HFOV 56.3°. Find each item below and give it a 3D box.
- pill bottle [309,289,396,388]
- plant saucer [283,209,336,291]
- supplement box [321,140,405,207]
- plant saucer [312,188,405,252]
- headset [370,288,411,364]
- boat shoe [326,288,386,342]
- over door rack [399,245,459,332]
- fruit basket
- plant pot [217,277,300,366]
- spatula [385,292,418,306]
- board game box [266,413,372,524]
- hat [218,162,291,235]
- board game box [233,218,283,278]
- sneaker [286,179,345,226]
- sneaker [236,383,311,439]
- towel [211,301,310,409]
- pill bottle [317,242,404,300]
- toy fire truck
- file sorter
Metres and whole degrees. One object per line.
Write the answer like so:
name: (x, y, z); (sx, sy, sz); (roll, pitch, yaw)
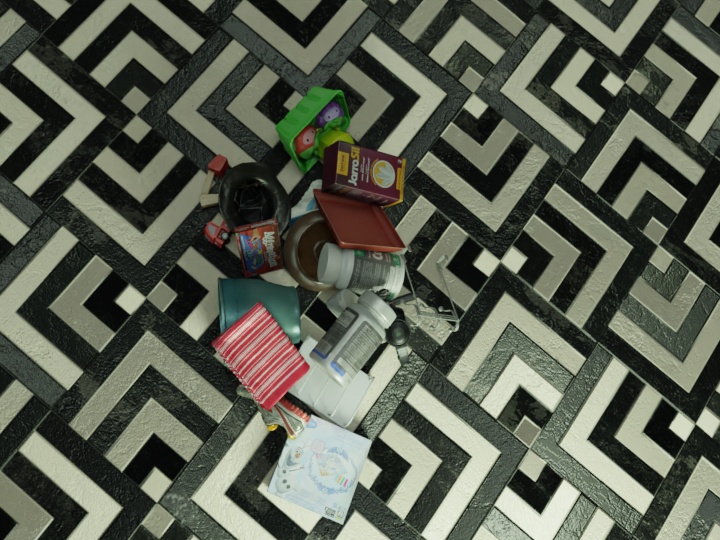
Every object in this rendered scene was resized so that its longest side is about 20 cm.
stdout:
pill bottle: (-0.014, 0.151, 1.516); (0.113, 0.114, 0.201); (40, 78, 3)
plant saucer: (-0.093, -0.048, 1.683); (0.195, 0.032, 0.207); (-3, 98, -21)
supplement box: (0.008, -0.237, 1.670); (0.195, 0.085, 0.114); (10, 79, -29)
plant saucer: (-0.009, -0.115, 1.651); (0.195, 0.037, 0.202); (4, 42, -35)
headset: (0.070, 0.136, 1.633); (0.091, 0.124, 0.205); (-15, 115, -2)
boat shoe: (-0.008, 0.121, 1.652); (0.067, 0.199, 0.074); (-22, 49, 30)
over door rack: (0.167, 0.053, 1.690); (0.145, 0.066, 0.205); (11, 62, -37)
fruit basket: (-0.089, -0.342, 1.727); (0.209, 0.156, 0.221); (-5, 62, 10)
plant pot: (-0.238, 0.113, 1.591); (0.182, 0.200, 0.206); (-4, 78, -13)
spatula: (0.058, 0.089, 1.715); (0.195, 0.021, 0.058); (-15, 86, -11)
board game box: (-0.096, 0.465, 1.605); (0.196, 0.043, 0.203); (23, 76, -2)
hat: (-0.270, -0.159, 1.651); (0.196, 0.080, 0.207); (2, 86, -33)
board game box: (-0.241, -0.051, 1.618); (0.100, 0.202, 0.020); (-15, 61, -10)
sneaker: (-0.118, -0.178, 1.728); (0.197, 0.077, 0.082); (-28, 79, -20)
sneaker: (-0.215, 0.327, 1.586); (0.196, 0.078, 0.084); (26, 82, 21)
towel: (-0.217, 0.192, 1.498); (0.144, 0.022, 0.202); (-40, 107, -13)
pill bottle: (0.000, 0.000, 1.645); (0.195, 0.113, 0.117); (12, 76, -18)
toy fire truck: (-0.355, -0.174, 1.706); (0.139, 0.049, 0.203); (29, 77, 0)
file sorter: (-0.078, 0.264, 1.609); (0.197, 0.125, 0.141); (32, 76, 0)
